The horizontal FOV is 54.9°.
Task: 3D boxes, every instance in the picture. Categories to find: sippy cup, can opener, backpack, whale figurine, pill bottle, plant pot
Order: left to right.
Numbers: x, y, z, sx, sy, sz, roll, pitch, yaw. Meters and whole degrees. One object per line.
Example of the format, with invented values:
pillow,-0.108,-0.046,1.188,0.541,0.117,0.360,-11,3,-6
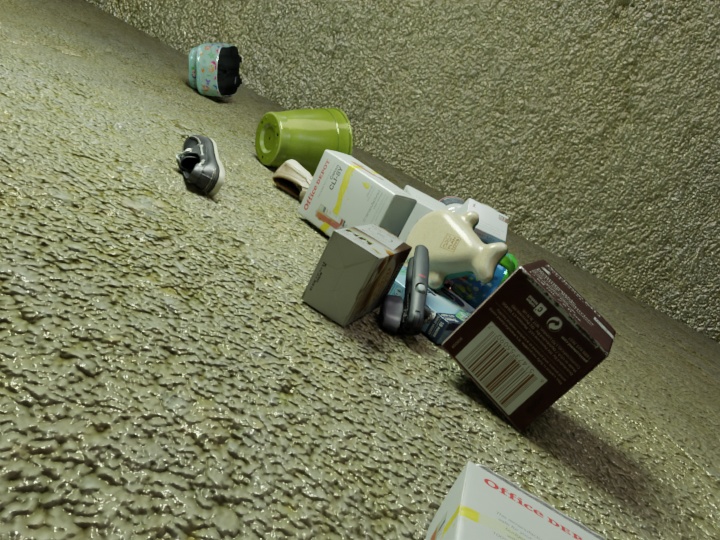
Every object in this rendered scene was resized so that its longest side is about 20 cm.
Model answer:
backpack,-0.479,-0.655,2.261,0.149,0.179,0.200,6,20,2
plant pot,-0.155,-0.323,1.749,0.192,0.201,0.200,0,29,-38
can opener,0.086,0.026,1.098,0.078,0.063,0.201,29,42,-10
pill bottle,0.272,-0.142,2.014,0.119,0.120,0.200,27,14,-6
whale figurine,0.175,-0.028,1.233,0.199,0.160,0.104,20,-14,43
sippy cup,0.223,-0.001,1.393,0.130,0.178,0.140,31,29,-7

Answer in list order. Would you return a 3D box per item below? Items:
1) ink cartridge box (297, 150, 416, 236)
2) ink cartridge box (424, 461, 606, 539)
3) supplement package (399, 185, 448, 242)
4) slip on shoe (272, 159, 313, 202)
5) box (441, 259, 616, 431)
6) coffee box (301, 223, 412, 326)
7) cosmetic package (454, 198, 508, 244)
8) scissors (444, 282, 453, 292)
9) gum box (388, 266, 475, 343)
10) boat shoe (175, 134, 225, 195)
ink cartridge box,-0.011,-0.127,1.366,0.200,0.146,0.083,37,19,32
ink cartridge box,0.113,0.244,0.494,0.145,0.084,0.200,31,15,7
supplement package,0.148,-0.118,1.710,0.116,0.118,0.200,25,15,-9
slip on shoe,-0.111,-0.170,1.537,0.200,0.076,0.061,41,57,15
box,0.252,0.100,1.014,0.166,0.164,0.200,47,20,13
coffee box,0.000,0.000,1.049,0.079,0.115,0.200,31,15,12
cosmetic package,0.219,-0.058,1.478,0.101,0.200,0.074,23,56,-12
scissors,0.170,0.033,1.334,0.073,0.014,0.200,43,-4,-11
gum box,0.120,0.058,1.213,0.200,0.045,0.169,38,17,36
boat shoe,-0.303,-0.206,1.271,0.062,0.073,0.200,21,21,-37
